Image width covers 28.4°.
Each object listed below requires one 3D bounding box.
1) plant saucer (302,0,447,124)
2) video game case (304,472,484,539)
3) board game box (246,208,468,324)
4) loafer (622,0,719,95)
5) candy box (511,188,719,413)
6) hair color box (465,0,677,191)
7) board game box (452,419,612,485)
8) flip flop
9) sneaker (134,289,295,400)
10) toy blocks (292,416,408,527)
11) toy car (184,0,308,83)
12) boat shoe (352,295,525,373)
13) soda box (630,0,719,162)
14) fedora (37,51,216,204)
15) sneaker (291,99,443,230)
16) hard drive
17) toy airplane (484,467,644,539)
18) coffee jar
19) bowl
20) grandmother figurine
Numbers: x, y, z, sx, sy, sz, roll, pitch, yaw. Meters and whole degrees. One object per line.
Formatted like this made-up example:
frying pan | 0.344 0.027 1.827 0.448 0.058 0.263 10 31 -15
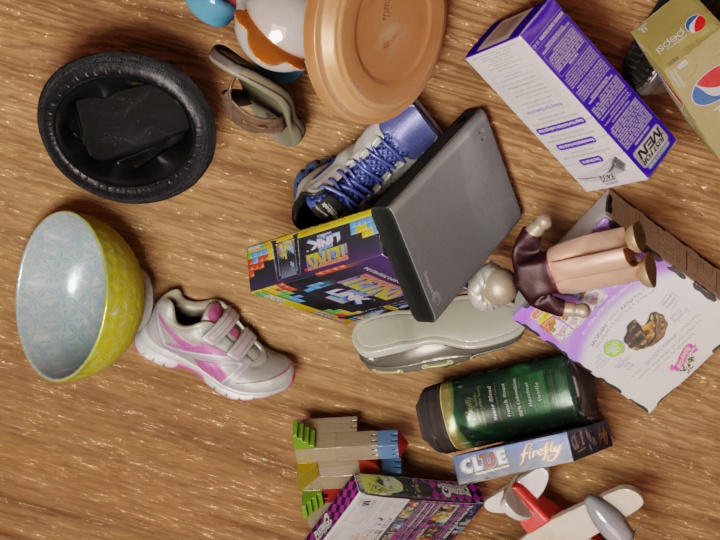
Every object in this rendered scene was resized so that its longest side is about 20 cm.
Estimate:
plant saucer | 0.023 -0.242 1.392 0.032 0.200 0.201 17 129 38
video game case | 0.030 0.329 1.775 0.181 0.036 0.200 9 133 -27
board game box | 0.000 0.000 1.547 0.165 0.057 0.200 -15 161 28
loafer | 0.334 -0.257 1.395 0.071 0.073 0.200 9 130 -33
candy box | 0.298 0.037 1.572 0.200 0.072 0.168 35 122 -9
hair color box | 0.213 -0.174 1.438 0.200 0.065 0.109 47 159 -16
board game box | 0.202 0.208 1.633 0.135 0.200 0.035 -15 82 20
flip flop | -0.111 -0.170 1.481 0.081 0.200 0.058 38 82 19
sneaker | -0.170 0.087 1.701 0.200 0.081 0.088 20 125 -1
toy blocks | -0.004 0.251 1.767 0.136 0.100 0.200 -3 132 4
toy car | -0.085 -0.265 1.394 0.177 0.200 0.184 39 121 -12
boat shoe | 0.094 0.078 1.647 0.201 0.072 0.060 -8 141 8
soda box | 0.334 -0.181 1.368 0.068 0.064 0.200 -38 143 10
fedora | -0.247 -0.169 1.553 0.200 0.092 0.201 6 122 9
sneaker | -0.001 -0.095 1.531 0.199 0.115 0.081 -34 110 28
hard drive | 0.092 -0.059 1.484 0.033 0.200 0.140 1 125 39
toy airplane | 0.238 0.334 1.715 0.199 0.141 0.200 3 128 5
coffee jar | 0.169 0.155 1.653 0.200 0.104 0.085 -16 80 20
bowl | -0.309 0.033 1.669 0.108 0.200 0.200 5 136 -43
grandmother figurine | 0.204 -0.001 1.500 0.200 0.061 0.121 -16 95 26
